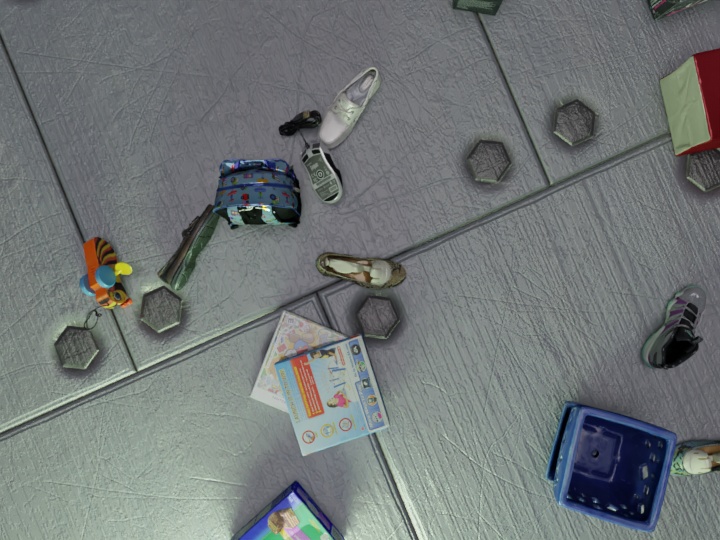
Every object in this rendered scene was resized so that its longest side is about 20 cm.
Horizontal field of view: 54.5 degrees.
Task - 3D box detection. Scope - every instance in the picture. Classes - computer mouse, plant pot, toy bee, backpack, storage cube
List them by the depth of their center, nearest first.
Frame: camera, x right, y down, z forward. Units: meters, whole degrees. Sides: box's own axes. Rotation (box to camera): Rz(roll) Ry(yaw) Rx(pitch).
[{"bbox_3d":[0.490,0.381,1.414,0.197,0.180,0.203,15,89,1],"label":"plant pot"},{"bbox_3d":[0.746,-0.347,1.428,0.177,0.171,0.203,-11,89,1],"label":"storage cube"},{"bbox_3d":[-0.214,-0.159,1.429,0.179,0.200,0.137,-1,89,2],"label":"backpack"},{"bbox_3d":[-0.543,0.037,1.493,0.129,0.108,0.203,0,74,32],"label":"toy bee"},{"bbox_3d":[-0.092,-0.240,1.498,0.109,0.044,0.202,-22,96,34],"label":"computer mouse"}]

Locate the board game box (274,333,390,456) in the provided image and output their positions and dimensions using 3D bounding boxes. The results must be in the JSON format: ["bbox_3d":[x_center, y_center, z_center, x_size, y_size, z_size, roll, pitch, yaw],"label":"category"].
[{"bbox_3d":[-0.058,0.258,1.467,0.193,0.056,0.203,-18,89,1],"label":"board game box"}]

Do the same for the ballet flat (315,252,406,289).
[{"bbox_3d":[0.000,0.000,1.483,0.197,0.075,0.069,10,88,1],"label":"ballet flat"}]

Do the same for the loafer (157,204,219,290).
[{"bbox_3d":[-0.370,-0.058,1.497,0.062,0.072,0.202,28,91,7],"label":"loafer"}]

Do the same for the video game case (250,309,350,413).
[{"bbox_3d":[-0.120,0.212,1.508,0.180,0.023,0.203,22,89,1],"label":"video game case"}]

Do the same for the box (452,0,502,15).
[{"bbox_3d":[0.264,-0.663,1.439,0.102,0.182,0.203,10,89,1],"label":"box"}]

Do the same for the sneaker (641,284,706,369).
[{"bbox_3d":[0.670,0.122,1.435,0.077,0.140,0.202,30,90,2],"label":"sneaker"}]

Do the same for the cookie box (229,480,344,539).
[{"bbox_3d":[-0.159,0.583,1.475,0.200,0.075,0.172,-42,89,1],"label":"cookie box"}]

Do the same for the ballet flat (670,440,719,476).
[{"bbox_3d":[0.737,0.392,1.465,0.197,0.074,0.075,-13,89,1],"label":"ballet flat"}]

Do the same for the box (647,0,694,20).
[{"bbox_3d":[0.711,-0.623,1.455,0.197,0.132,0.116,-20,92,1],"label":"box"}]

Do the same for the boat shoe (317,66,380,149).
[{"bbox_3d":[-0.028,-0.353,1.493,0.070,0.069,0.201,33,91,-2],"label":"boat shoe"}]
